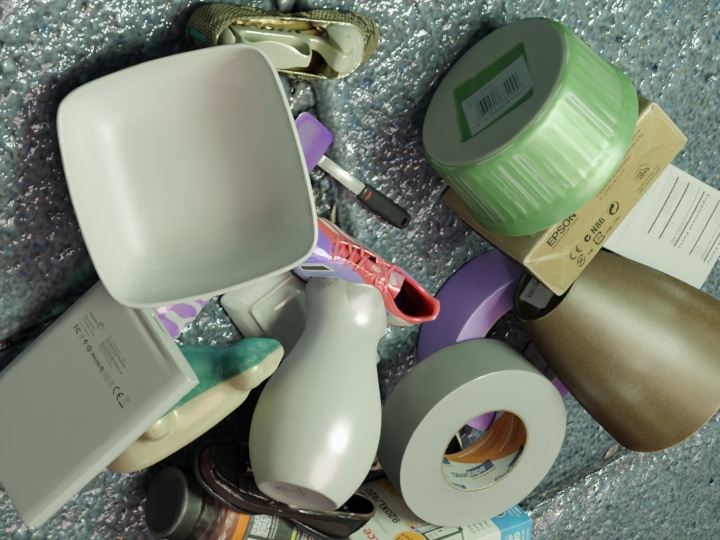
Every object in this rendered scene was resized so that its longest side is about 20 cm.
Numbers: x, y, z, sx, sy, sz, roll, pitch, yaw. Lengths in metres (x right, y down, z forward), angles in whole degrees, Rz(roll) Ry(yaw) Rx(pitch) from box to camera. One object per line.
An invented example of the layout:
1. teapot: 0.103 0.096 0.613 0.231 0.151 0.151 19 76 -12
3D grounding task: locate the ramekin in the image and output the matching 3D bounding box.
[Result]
1. ramekin: 0.153 -0.143 1.299 0.098 0.200 0.200 38 93 -34

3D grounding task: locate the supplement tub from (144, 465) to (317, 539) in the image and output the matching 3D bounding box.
1. supplement tub: -0.121 0.254 1.405 0.199 0.107 0.107 22 103 -39

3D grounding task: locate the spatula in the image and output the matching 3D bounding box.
1. spatula: -0.012 -0.087 1.334 0.200 0.021 0.057 35 93 -41

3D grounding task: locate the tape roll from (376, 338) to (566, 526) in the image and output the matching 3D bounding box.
1. tape roll: 0.118 0.173 1.454 0.199 0.066 0.201 -14 126 -20

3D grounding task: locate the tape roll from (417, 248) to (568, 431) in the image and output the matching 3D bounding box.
1. tape roll: 0.163 0.076 1.512 0.199 0.066 0.201 -15 123 -24

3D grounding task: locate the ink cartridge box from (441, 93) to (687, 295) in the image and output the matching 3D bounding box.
1. ink cartridge box: 0.199 -0.099 1.368 0.075 0.165 0.200 37 93 -38

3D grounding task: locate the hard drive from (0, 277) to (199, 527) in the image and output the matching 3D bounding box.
1. hard drive: -0.248 0.110 1.201 0.200 0.132 0.027 -41 157 11

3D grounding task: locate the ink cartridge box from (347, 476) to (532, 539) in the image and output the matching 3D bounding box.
1. ink cartridge box: 0.066 0.324 1.537 0.199 0.147 0.146 -13 122 -27

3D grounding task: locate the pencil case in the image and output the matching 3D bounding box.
1. pencil case: -0.139 -0.028 1.253 0.200 0.084 0.085 -46 156 0

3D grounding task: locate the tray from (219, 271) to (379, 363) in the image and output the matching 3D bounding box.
1. tray: -0.054 0.066 1.395 0.107 0.022 0.200 -39 130 -9

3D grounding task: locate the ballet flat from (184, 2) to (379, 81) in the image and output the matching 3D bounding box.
1. ballet flat: -0.055 -0.196 1.208 0.199 0.075 0.068 -1 115 -33

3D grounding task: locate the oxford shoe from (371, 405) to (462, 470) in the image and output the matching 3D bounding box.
1. oxford shoe: 0.032 0.189 1.498 0.199 0.058 0.076 3 118 -31

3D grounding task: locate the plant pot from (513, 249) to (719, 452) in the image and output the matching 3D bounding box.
1. plant pot: 0.259 0.061 1.425 0.199 0.187 0.187 33 96 -26

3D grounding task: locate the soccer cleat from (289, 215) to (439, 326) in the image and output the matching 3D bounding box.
1. soccer cleat: 0.000 0.000 1.347 0.200 0.073 0.069 35 69 -42

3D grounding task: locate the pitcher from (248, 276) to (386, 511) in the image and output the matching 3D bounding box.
1. pitcher: -0.028 0.132 1.321 0.172 0.120 0.201 63 38 -58

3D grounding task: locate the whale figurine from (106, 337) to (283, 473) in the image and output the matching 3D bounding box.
1. whale figurine: -0.170 0.104 1.257 0.199 0.159 0.104 -30 92 23

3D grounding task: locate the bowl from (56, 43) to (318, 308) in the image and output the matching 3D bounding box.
1. bowl: -0.142 -0.080 1.164 0.199 0.075 0.201 -14 96 5

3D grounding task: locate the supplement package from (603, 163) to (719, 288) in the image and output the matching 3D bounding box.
1. supplement package: 0.301 -0.072 1.482 0.199 0.114 0.110 21 102 -38

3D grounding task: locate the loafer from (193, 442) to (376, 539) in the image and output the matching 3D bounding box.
1. loafer: -0.070 0.211 1.352 0.199 0.072 0.063 30 135 -33

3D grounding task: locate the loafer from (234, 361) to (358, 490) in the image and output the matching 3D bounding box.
1. loafer: -0.070 0.160 1.407 0.071 0.073 0.200 -23 120 30
